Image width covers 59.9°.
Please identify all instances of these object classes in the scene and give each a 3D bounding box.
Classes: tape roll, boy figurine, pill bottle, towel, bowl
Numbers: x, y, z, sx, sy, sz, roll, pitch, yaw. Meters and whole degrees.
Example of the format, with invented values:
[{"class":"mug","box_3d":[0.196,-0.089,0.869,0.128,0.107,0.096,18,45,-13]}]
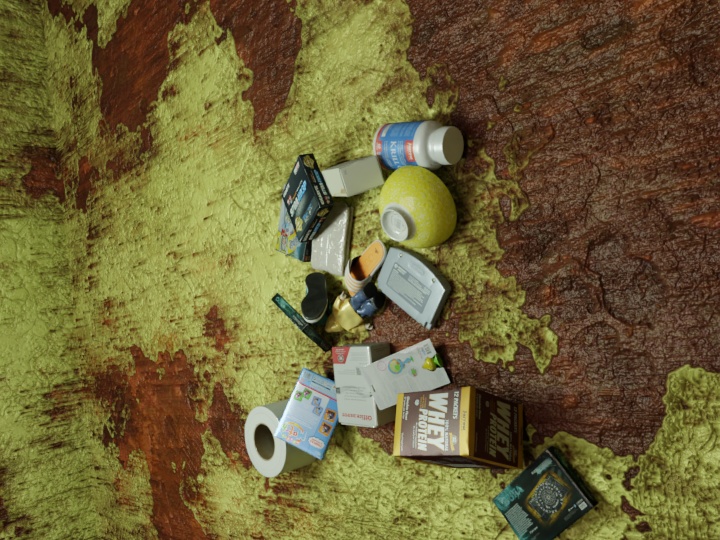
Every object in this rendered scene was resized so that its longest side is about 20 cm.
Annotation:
[{"class":"tape roll","box_3d":[-0.229,0.488,1.838,0.201,0.138,0.206,4,96,44]},{"class":"boy figurine","box_3d":[-0.020,0.114,1.645,0.124,0.065,0.200,45,130,-7]},{"class":"pill bottle","box_3d":[0.133,-0.287,1.438,0.199,0.111,0.114,9,99,45]},{"class":"towel","box_3d":[-0.079,-0.091,1.721,0.132,0.034,0.203,15,103,44]},{"class":"bowl","box_3d":[0.108,-0.126,1.426,0.199,0.107,0.202,29,138,29]}]

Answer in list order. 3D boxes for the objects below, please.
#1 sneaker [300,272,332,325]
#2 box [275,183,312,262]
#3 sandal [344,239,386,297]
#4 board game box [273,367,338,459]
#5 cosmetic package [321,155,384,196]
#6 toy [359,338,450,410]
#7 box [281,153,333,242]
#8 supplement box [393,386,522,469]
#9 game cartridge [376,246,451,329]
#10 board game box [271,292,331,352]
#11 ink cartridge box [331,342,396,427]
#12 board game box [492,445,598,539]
[{"class":"sneaker","box_3d":[-0.121,0.108,1.700,0.201,0.082,0.122,-89,-7,-57]},{"class":"box","box_3d":[-0.181,-0.139,1.817,0.136,0.037,0.203,22,108,42]},{"class":"sandal","box_3d":[-0.003,-0.007,1.616,0.080,0.059,0.207,62,140,26]},{"class":"board game box","box_3d":[-0.129,0.388,1.706,0.150,0.037,0.202,22,81,15]},{"class":"cosmetic package","box_3d":[-0.022,-0.230,1.540,0.200,0.104,0.072,-152,43,-74]},{"class":"toy","box_3d":[0.110,0.249,1.518,0.199,0.047,0.116,-26,91,25]},{"class":"box","box_3d":[-0.145,-0.191,1.677,0.160,0.046,0.200,68,152,17]},{"class":"supplement box","box_3d":[0.208,0.338,1.323,0.199,0.196,0.134,-16,59,43]},{"class":"game cartridge","box_3d":[0.129,0.033,1.520,0.200,0.041,0.134,40,115,36]},{"class":"board game box","box_3d":[-0.158,0.146,1.711,0.028,0.200,0.135,-45,62,-6]},{"class":"ink cartridge box","box_3d":[0.009,0.293,1.623,0.146,0.082,0.203,-7,87,45]},{"class":"board game box","box_3d":[0.376,0.477,1.293,0.136,0.028,0.201,53,128,29]}]
